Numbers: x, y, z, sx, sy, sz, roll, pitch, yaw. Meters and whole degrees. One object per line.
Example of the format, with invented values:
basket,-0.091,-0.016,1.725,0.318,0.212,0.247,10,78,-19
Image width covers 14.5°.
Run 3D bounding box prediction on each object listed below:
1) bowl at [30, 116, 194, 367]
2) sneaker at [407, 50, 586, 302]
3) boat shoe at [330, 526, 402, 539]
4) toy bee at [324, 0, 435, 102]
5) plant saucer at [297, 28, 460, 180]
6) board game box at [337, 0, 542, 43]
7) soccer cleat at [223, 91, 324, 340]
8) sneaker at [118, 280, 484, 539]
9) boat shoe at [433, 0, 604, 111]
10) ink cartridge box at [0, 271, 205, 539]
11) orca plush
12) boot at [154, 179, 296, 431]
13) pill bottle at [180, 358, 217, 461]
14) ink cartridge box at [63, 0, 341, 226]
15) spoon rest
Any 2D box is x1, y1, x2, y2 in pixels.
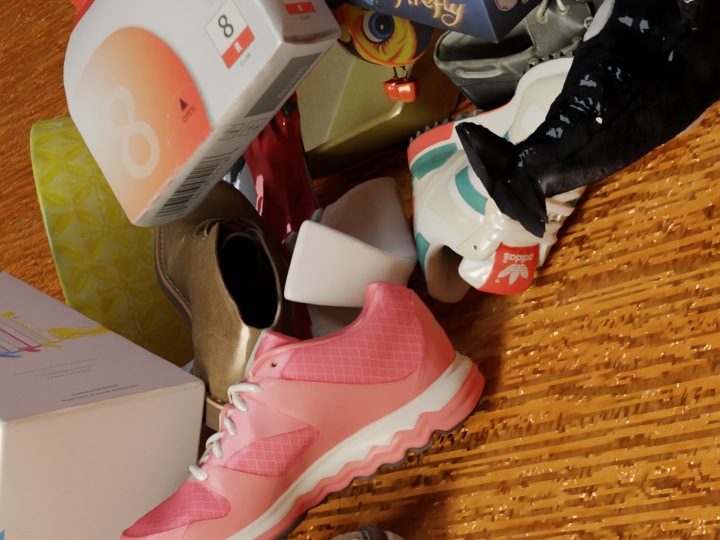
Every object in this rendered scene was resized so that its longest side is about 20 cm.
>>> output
bowl,-0.115,-0.007,1.679,0.107,0.201,0.200,-16,30,1
sneaker,0.087,-0.038,1.358,0.200,0.070,0.094,-24,60,57
boat shoe,-0.055,0.182,1.370,0.202,0.075,0.075,-45,27,38
toy bee,0.020,-0.151,1.502,0.199,0.109,0.131,-25,16,7
plant saucer,0.020,-0.144,1.642,0.200,0.048,0.201,-22,46,60
board game box,0.033,-0.183,1.398,0.200,0.035,0.135,19,53,43
soccer cleat,-0.057,-0.032,1.599,0.085,0.068,0.201,151,110,-68
sneaker,-0.042,0.075,1.364,0.200,0.087,0.074,-32,9,-9
boat shoe,0.105,-0.123,1.385,0.200,0.071,0.072,-33,35,49
ink cartridge box,-0.192,0.091,1.437,0.200,0.125,0.129,24,116,43
orca plush,0.123,-0.107,1.221,0.200,0.105,0.071,-30,-22,-24
boot,-0.063,-0.003,1.460,0.200,0.073,0.076,-108,21,-55
pill bottle,-0.105,0.122,1.526,0.200,0.113,0.113,-39,31,47
ink cartridge box,-0.110,-0.149,1.427,0.200,0.050,0.162,57,134,15
spoon rest,0.000,0.000,1.469,0.200,0.060,0.100,-28,-46,-85
